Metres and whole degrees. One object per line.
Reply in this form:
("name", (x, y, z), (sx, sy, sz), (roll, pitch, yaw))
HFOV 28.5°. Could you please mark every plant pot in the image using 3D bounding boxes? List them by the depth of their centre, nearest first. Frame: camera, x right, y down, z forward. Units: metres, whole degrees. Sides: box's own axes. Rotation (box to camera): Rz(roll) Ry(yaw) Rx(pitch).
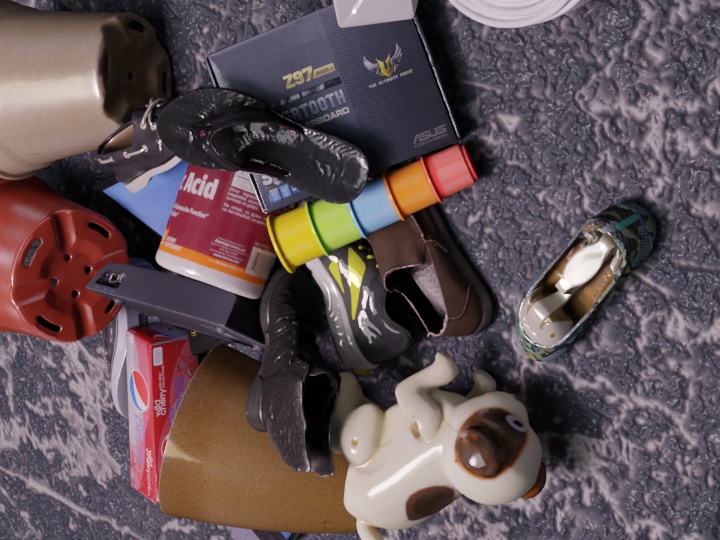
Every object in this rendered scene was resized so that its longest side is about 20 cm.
("plant pot", (-0.080, 0.195, 1.468), (0.199, 0.186, 0.187), (17, 119, 10))
("plant pot", (-0.313, -0.203, 1.535), (0.183, 0.200, 0.201), (-1, 105, 28))
("plant pot", (-0.371, -0.009, 1.603), (0.195, 0.200, 0.202), (15, 116, 49))

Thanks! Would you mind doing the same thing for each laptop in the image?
("laptop", (-0.180, -0.020, 1.526), (0.177, 0.103, 0.201), (-20, 78, 43))

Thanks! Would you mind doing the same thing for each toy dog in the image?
("toy dog", (0.075, 0.171, 1.333), (0.199, 0.194, 0.140), (-12, 140, 37))

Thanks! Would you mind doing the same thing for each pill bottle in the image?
("pill bottle", (-0.119, -0.083, 1.405), (0.114, 0.114, 0.201), (19, 89, 34))

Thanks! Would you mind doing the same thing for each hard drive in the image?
("hard drive", (-0.174, 0.039, 1.472), (0.199, 0.135, 0.042), (13, 79, 36))

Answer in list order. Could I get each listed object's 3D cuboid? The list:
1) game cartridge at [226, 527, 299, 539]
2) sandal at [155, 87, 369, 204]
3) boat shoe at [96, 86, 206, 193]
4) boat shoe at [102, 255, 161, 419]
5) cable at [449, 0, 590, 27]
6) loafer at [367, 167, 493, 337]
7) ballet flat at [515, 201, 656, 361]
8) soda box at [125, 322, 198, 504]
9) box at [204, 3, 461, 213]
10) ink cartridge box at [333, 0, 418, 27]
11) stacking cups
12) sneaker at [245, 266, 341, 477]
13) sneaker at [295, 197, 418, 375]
("game cartridge", (-0.103, 0.240, 1.610), (0.130, 0.038, 0.200), (49, 130, 21))
("sandal", (-0.088, -0.115, 1.274), (0.200, 0.048, 0.076), (16, 98, 3))
("boat shoe", (-0.201, -0.138, 1.401), (0.060, 0.074, 0.200), (38, 150, -17))
("boat shoe", (-0.277, 0.075, 1.675), (0.066, 0.070, 0.201), (25, 123, 46))
("cable", (0.136, -0.307, 1.183), (0.200, 0.069, 0.200), (-36, 82, 43))
("loafer", (0.048, -0.018, 1.360), (0.200, 0.071, 0.073), (51, 131, 14))
("ballet flat", (0.184, 0.016, 1.262), (0.074, 0.074, 0.200), (46, 129, 18))
("soda box", (-0.230, 0.166, 1.650), (0.070, 0.063, 0.201), (22, 116, 51))
("box", (-0.024, -0.160, 1.315), (0.199, 0.051, 0.158), (-20, 92, 6))
("ink cartridge box", (0.014, -0.299, 1.226), (0.068, 0.200, 0.116), (-7, 117, 10))
("stacking cups", (0.013, -0.063, 1.332), (0.199, 0.061, 0.061), (-23, 91, 7))
("sneaker", (-0.054, 0.094, 1.364), (0.104, 0.060, 0.201), (-1, 75, 48))
("sneaker", (0.000, 0.000, 1.420), (0.084, 0.074, 0.201), (-20, 90, 20))
